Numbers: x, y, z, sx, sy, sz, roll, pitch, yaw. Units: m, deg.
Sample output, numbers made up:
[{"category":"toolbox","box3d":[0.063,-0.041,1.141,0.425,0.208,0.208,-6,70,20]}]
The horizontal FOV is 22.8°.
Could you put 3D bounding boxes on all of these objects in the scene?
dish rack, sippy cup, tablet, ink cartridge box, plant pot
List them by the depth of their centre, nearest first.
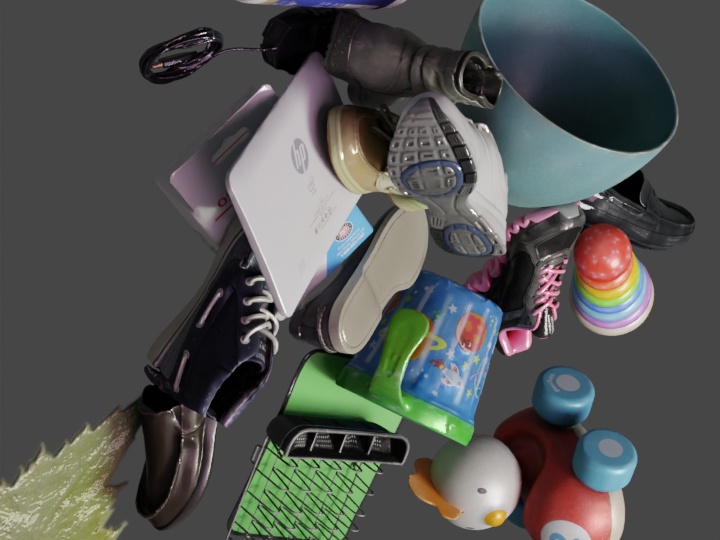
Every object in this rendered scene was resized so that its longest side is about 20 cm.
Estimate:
[{"category":"tablet","box3d":[-0.046,-0.071,1.402,0.131,0.014,0.200,68,30,-28]},{"category":"ink cartridge box","box3d":[-0.087,-0.066,1.470,0.115,0.068,0.200,-44,136,-8]},{"category":"plant pot","box3d":[0.157,-0.134,1.567,0.199,0.201,0.135,-5,145,-38]},{"category":"sippy cup","box3d":[0.063,0.074,1.638,0.139,0.178,0.131,27,85,-17]},{"category":"dish rack","box3d":[-0.053,0.227,1.678,0.153,0.054,0.201,9,109,-42]}]

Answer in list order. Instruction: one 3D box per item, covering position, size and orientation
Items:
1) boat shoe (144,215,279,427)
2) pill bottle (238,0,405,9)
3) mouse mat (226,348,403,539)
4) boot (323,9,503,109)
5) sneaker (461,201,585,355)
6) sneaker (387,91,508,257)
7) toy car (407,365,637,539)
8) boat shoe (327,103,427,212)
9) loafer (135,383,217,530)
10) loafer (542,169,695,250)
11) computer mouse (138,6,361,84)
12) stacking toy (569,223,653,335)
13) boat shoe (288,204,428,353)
[{"category":"boat shoe","box3d":[-0.084,0.032,1.419,0.075,0.093,0.201,28,99,-45]},{"category":"pill bottle","box3d":[-0.010,-0.263,1.378,0.199,0.120,0.120,-5,118,-38]},{"category":"mouse mat","box3d":[-0.032,0.171,1.705,0.160,0.008,0.201,14,105,-44]},{"category":"boot","box3d":[0.055,-0.153,1.444,0.200,0.130,0.068,7,100,-76]},{"category":"sneaker","box3d":[0.163,0.011,1.653,0.079,0.096,0.200,-15,156,-29]},{"category":"sneaker","box3d":[0.074,-0.088,1.434,0.200,0.074,0.088,62,37,-58]},{"category":"toy car","box3d":[0.144,0.221,1.782,0.199,0.177,0.185,-7,132,-22]},{"category":"boat shoe","box3d":[0.033,-0.096,1.482,0.200,0.062,0.074,15,71,-63]},{"category":"loafer","box3d":[-0.163,0.126,1.532,0.071,0.073,0.201,9,104,-32]},{"category":"loafer","box3d":[0.265,-0.067,1.762,0.200,0.068,0.071,10,118,-39]},{"category":"computer mouse","box3d":[-0.087,-0.184,1.430,0.199,0.034,0.059,-11,142,-29]},{"category":"stacking toy","box3d":[0.238,0.000,1.716,0.085,0.085,0.200,-48,162,-5]},{"category":"boat shoe","box3d":[0.000,0.000,1.567,0.200,0.062,0.073,-55,135,-46]}]
